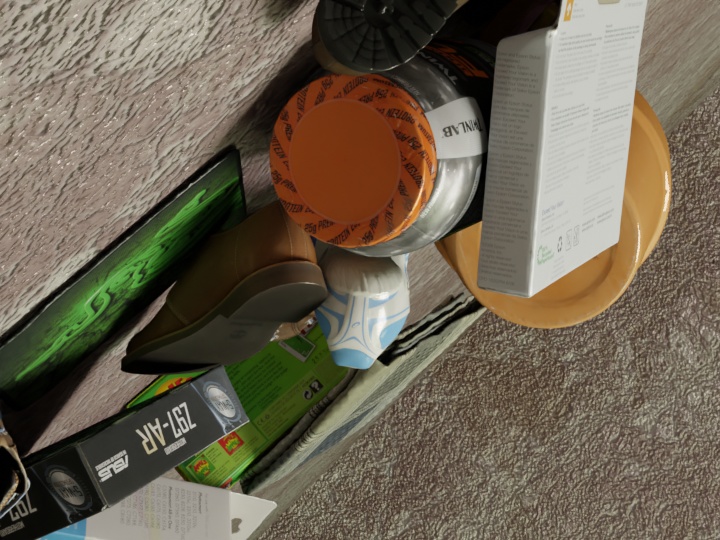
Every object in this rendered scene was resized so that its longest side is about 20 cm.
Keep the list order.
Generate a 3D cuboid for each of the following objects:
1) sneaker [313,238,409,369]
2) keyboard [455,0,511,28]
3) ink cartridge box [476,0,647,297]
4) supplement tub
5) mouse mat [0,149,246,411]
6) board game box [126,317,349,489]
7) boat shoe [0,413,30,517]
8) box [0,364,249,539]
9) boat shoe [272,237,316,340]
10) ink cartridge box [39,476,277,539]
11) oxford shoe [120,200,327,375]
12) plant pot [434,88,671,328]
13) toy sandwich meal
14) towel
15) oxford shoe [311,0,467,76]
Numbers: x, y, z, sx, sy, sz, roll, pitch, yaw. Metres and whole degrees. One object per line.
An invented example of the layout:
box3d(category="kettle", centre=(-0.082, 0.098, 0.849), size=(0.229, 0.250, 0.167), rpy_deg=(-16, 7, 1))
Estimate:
box3d(category="sneaker", centre=(0.000, 0.000, 1.054), size=(0.200, 0.071, 0.073), rpy_deg=(-77, -178, -67))
box3d(category="keyboard", centre=(0.121, -0.228, 0.984), size=(0.200, 0.040, 0.104), rpy_deg=(-39, 147, -16))
box3d(category="ink cartridge box", centre=(0.128, -0.100, 0.970), size=(0.199, 0.040, 0.202), rpy_deg=(-22, 121, -64))
box3d(category="supplement tub", centre=(0.030, -0.077, 0.958), size=(0.123, 0.123, 0.200), rpy_deg=(-46, 171, 23))
box3d(category="mouse mat", centre=(-0.146, 0.010, 0.971), size=(0.200, 0.008, 0.161), rpy_deg=(-42, 171, -11))
box3d(category="board game box", centre=(-0.083, 0.088, 1.302), size=(0.200, 0.102, 0.048), rpy_deg=(-41, 171, -13))
box3d(category="boat shoe", centre=(-0.224, 0.109, 0.871), size=(0.072, 0.072, 0.200), rpy_deg=(-42, 171, -7))
box3d(category="box", centre=(-0.194, 0.136, 1.034), size=(0.199, 0.044, 0.160), rpy_deg=(-26, -179, 31))
box3d(category="boat shoe", centre=(-0.053, 0.016, 1.146), size=(0.072, 0.072, 0.200), rpy_deg=(-42, 172, 8))
box3d(category="ink cartridge box", centre=(-0.174, 0.215, 1.231), size=(0.199, 0.068, 0.115), rpy_deg=(14, 139, -24))
box3d(category="oxford shoe", centre=(-0.092, 0.017, 1.022), size=(0.071, 0.072, 0.200), rpy_deg=(7, 152, -41))
box3d(category="plant pot", centre=(0.138, -0.048, 1.188), size=(0.200, 0.200, 0.140), rpy_deg=(-46, -168, 21))
box3d(category="toy sandwich meal", centre=(0.139, -0.181, 1.112), size=(0.205, 0.070, 0.205), rpy_deg=(-42, 171, -8))
box3d(category="towel", centre=(0.003, 0.094, 1.300), size=(0.200, 0.035, 0.192), rpy_deg=(-45, 169, 33))
box3d(category="oxford shoe", centre=(0.047, -0.173, 0.808), size=(0.200, 0.073, 0.084), rpy_deg=(-39, -173, -14))
